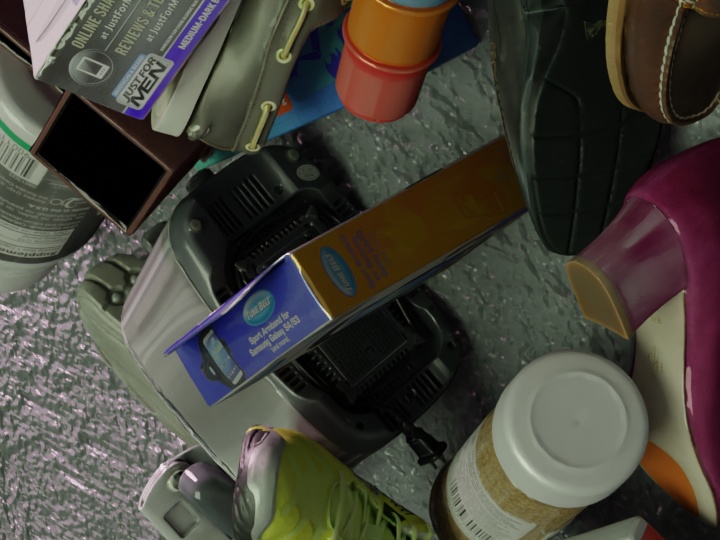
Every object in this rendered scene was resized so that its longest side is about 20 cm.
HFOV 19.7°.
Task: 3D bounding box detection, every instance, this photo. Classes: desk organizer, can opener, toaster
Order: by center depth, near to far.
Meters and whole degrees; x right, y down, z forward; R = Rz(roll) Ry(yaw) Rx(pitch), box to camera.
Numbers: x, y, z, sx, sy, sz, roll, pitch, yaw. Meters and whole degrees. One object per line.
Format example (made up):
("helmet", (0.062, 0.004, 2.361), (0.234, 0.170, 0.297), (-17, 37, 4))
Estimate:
("desk organizer", (-0.162, -0.118, 1.060), (0.200, 0.077, 0.072), (40, 140, -2))
("toaster", (-0.039, 0.041, 1.120), (0.200, 0.114, 0.129), (49, 144, 2))
("can opener", (-0.056, 0.176, 1.203), (0.067, 0.053, 0.200), (32, 163, 51))

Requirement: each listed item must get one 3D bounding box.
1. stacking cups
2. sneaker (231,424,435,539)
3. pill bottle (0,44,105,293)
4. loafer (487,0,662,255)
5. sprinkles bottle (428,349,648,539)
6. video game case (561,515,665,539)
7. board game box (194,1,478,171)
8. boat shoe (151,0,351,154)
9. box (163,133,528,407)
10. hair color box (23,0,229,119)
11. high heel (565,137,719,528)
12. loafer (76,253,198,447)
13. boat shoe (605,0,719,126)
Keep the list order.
("stacking cups", (0.030, -0.144, 0.904), (0.060, 0.060, 0.200), (41, 147, 20))
("sneaker", (-0.004, 0.130, 1.047), (0.076, 0.076, 0.200), (-1, 155, 23))
("pill bottle", (-0.189, -0.070, 1.198), (0.113, 0.113, 0.200), (53, 145, 6))
("loafer", (0.091, -0.107, 0.932), (0.072, 0.072, 0.201), (-137, 41, -61))
("sprinkles bottle", (0.082, 0.097, 1.010), (0.068, 0.068, 0.200), (51, 162, 9))
("video game case", (0.158, 0.206, 1.037), (0.200, 0.017, 0.143), (43, 143, -15))
("board game box", (-0.048, -0.149, 1.059), (0.200, 0.045, 0.153), (-19, 100, 50))
("boat shoe", (-0.034, -0.138, 0.969), (0.060, 0.072, 0.202), (20, 125, -18))
("box", (0.000, 0.000, 0.980), (0.042, 0.200, 0.119), (56, 141, 2))
("hair color box", (-0.114, -0.180, 0.992), (0.109, 0.065, 0.200), (-50, 35, 30))
("high heel", (0.161, 0.034, 0.969), (0.067, 0.096, 0.200), (28, 153, 51))
("loafer", (-0.090, 0.071, 1.233), (0.200, 0.070, 0.070), (44, 154, 18))
("boat shoe", (0.150, -0.141, 0.835), (0.070, 0.070, 0.201), (33, 134, 33))
